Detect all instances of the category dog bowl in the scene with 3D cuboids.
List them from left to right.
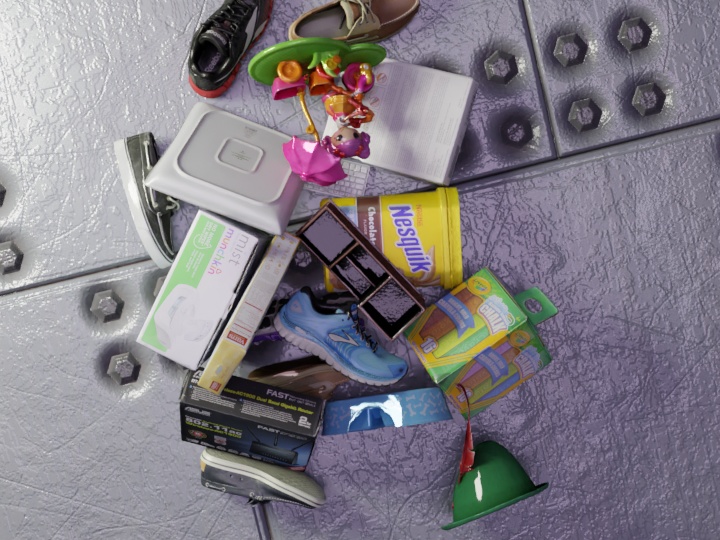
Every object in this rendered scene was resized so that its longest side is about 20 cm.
[{"bbox_3d":[0.034,0.206,1.241,0.200,0.111,0.050,-12,79,22],"label":"dog bowl"}]

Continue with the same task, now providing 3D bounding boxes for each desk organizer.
[{"bbox_3d":[0.000,0.000,1.173,0.072,0.077,0.200,-43,95,8],"label":"desk organizer"}]

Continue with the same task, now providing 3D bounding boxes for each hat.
[{"bbox_3d":[0.170,0.265,1.251,0.166,0.200,0.176,-10,70,-41],"label":"hat"}]

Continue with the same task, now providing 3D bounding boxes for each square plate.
[{"bbox_3d":[-0.173,-0.155,1.200,0.200,0.198,0.028,21,138,-3],"label":"square plate"}]

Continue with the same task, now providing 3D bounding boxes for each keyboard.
[{"bbox_3d":[-0.088,-0.152,1.275,0.200,0.011,0.056,13,94,-2],"label":"keyboard"}]

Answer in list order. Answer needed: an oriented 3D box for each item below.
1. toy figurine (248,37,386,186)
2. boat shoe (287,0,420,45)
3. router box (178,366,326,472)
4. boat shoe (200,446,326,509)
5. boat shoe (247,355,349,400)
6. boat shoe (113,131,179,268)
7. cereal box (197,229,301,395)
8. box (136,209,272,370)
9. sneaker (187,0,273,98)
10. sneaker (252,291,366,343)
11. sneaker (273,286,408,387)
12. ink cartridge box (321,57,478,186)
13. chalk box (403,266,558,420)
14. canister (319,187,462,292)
[{"bbox_3d":[-0.044,-0.211,1.190,0.200,0.150,0.184,-9,81,-14],"label":"toy figurine"},{"bbox_3d":[-0.009,-0.363,1.229,0.200,0.074,0.076,-22,94,1],"label":"boat shoe"},{"bbox_3d":[-0.159,0.217,1.228,0.200,0.150,0.062,14,56,-1],"label":"router box"},{"bbox_3d":[-0.149,0.323,1.280,0.200,0.075,0.062,17,99,3],"label":"boat shoe"},{"bbox_3d":[-0.065,0.164,1.273,0.200,0.071,0.065,-11,101,8],"label":"boat shoe"},{"bbox_3d":[-0.302,-0.104,1.246,0.064,0.071,0.200,-17,93,2],"label":"boat shoe"},{"bbox_3d":[-0.151,0.057,1.157,0.039,0.144,0.200,27,53,-7],"label":"cereal box"},{"bbox_3d":[-0.213,0.023,1.203,0.097,0.176,0.200,27,94,-1],"label":"box"},{"bbox_3d":[-0.186,-0.344,1.217,0.071,0.098,0.201,30,92,-1],"label":"sneaker"},{"bbox_3d":[-0.089,0.091,1.263,0.200,0.081,0.084,-7,116,7],"label":"sneaker"},{"bbox_3d":[-0.017,0.090,1.180,0.200,0.078,0.090,29,101,-6],"label":"sneaker"},{"bbox_3d":[0.057,-0.227,1.262,0.200,0.050,0.161,17,92,17],"label":"ink cartridge box"},{"bbox_3d":[0.184,0.092,1.218,0.200,0.124,0.124,-37,134,2],"label":"chalk box"},{"bbox_3d":[0.044,-0.042,1.248,0.200,0.087,0.149,-4,96,1],"label":"canister"}]
